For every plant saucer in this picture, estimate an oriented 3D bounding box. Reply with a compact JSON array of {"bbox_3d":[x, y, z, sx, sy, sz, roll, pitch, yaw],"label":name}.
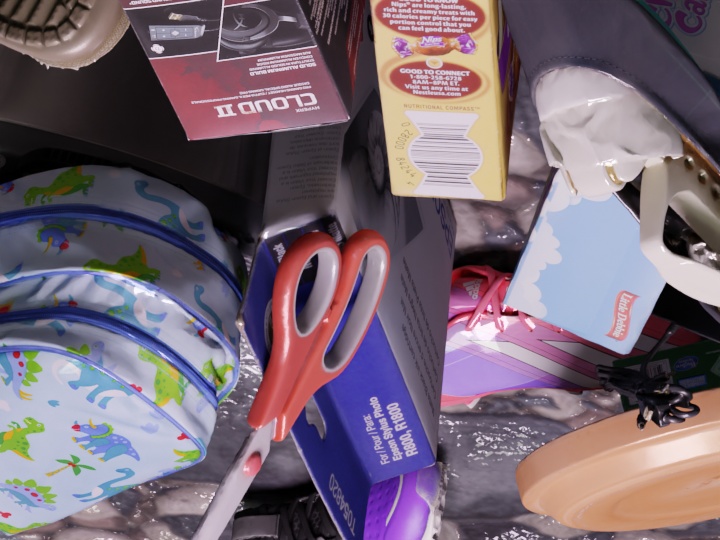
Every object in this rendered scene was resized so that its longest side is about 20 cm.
[{"bbox_3d":[0.176,0.093,1.373,0.199,0.033,0.200,-11,165,-3],"label":"plant saucer"}]

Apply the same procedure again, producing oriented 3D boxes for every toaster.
[{"bbox_3d":[-0.106,-0.058,1.306,0.199,0.130,0.114,16,143,-9],"label":"toaster"}]

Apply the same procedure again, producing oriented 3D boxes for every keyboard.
[{"bbox_3d":[0.156,0.018,1.288,0.021,0.127,0.200,41,177,-12],"label":"keyboard"}]

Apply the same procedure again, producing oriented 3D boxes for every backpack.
[{"bbox_3d":[-0.140,0.034,1.229,0.199,0.154,0.163,-29,126,18],"label":"backpack"}]

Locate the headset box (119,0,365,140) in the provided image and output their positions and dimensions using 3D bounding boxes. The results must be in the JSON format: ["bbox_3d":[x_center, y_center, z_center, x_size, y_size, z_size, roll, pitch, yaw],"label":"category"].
[{"bbox_3d":[-0.053,-0.162,1.142,0.077,0.149,0.200,-5,142,15],"label":"headset box"}]

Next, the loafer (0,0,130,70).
[{"bbox_3d":[-0.148,-0.146,1.188,0.067,0.200,0.076,26,105,-49],"label":"loafer"}]

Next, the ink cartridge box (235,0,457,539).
[{"bbox_3d":[0.000,0.000,1.304,0.040,0.201,0.200,-4,142,15],"label":"ink cartridge box"}]

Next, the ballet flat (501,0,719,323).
[{"bbox_3d":[0.120,-0.043,1.133,0.073,0.073,0.200,-24,122,36],"label":"ballet flat"}]

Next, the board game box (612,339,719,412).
[{"bbox_3d":[0.233,0.056,1.408,0.199,0.029,0.135,-12,159,7],"label":"board game box"}]

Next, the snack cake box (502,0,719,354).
[{"bbox_3d":[0.130,-0.069,1.248,0.067,0.115,0.200,22,143,2],"label":"snack cake box"}]

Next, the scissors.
[{"bbox_3d":[-0.039,0.074,1.209,0.014,0.201,0.073,21,-178,31],"label":"scissors"}]

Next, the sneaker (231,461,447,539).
[{"bbox_3d":[-0.025,0.162,1.631,0.099,0.070,0.200,23,140,-15],"label":"sneaker"}]

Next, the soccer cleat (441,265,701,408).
[{"bbox_3d":[0.089,0.024,1.434,0.199,0.067,0.077,-13,135,31],"label":"soccer cleat"}]

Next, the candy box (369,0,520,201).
[{"bbox_3d":[0.037,-0.136,1.185,0.056,0.117,0.200,2,143,9],"label":"candy box"}]
